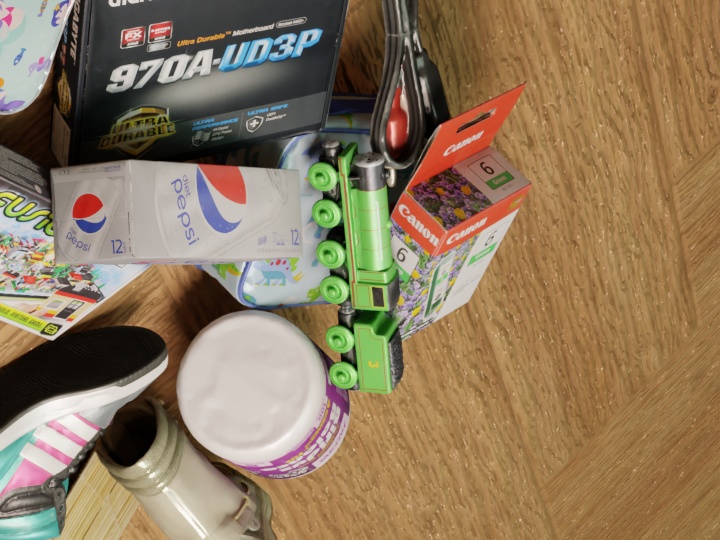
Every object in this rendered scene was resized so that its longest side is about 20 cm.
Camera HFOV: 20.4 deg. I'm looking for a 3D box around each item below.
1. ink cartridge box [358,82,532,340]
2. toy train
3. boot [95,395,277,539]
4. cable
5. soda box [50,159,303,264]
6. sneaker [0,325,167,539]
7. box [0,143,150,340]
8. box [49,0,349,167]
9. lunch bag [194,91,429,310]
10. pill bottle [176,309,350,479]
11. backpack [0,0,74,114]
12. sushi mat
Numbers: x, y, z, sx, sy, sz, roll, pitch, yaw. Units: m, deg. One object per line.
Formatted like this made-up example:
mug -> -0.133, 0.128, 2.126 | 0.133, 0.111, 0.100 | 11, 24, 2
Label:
ink cartridge box -> 0.069, -0.038, 1.486 | 0.109, 0.050, 0.201 | -29, 155, -43
toy train -> 0.000, 0.000, 1.448 | 0.042, 0.056, 0.202 | -54, 144, -57
boot -> -0.138, 0.159, 1.539 | 0.072, 0.200, 0.155 | -40, 110, 1
cable -> 0.022, -0.155, 1.430 | 0.097, 0.050, 0.202 | -36, 121, -40
soda box -> -0.118, -0.037, 1.333 | 0.199, 0.068, 0.064 | -1, 87, -59
sneaker -> -0.220, 0.129, 1.442 | 0.199, 0.084, 0.122 | -26, 132, -22
box -> -0.231, -0.021, 1.313 | 0.110, 0.035, 0.200 | -36, 149, 18
box -> -0.106, -0.149, 1.333 | 0.198, 0.046, 0.160 | -14, 136, -28
lunch bag -> -0.025, -0.058, 1.514 | 0.199, 0.082, 0.162 | -5, 123, -47
pill bottle -> -0.067, 0.102, 1.545 | 0.113, 0.112, 0.200 | -51, 166, -3
backpack -> -0.252, -0.180, 1.101 | 0.199, 0.150, 0.179 | 5, 117, -46
sushi mat -> -0.218, 0.212, 1.520 | 0.201, 0.012, 0.096 | -61, 150, -29
